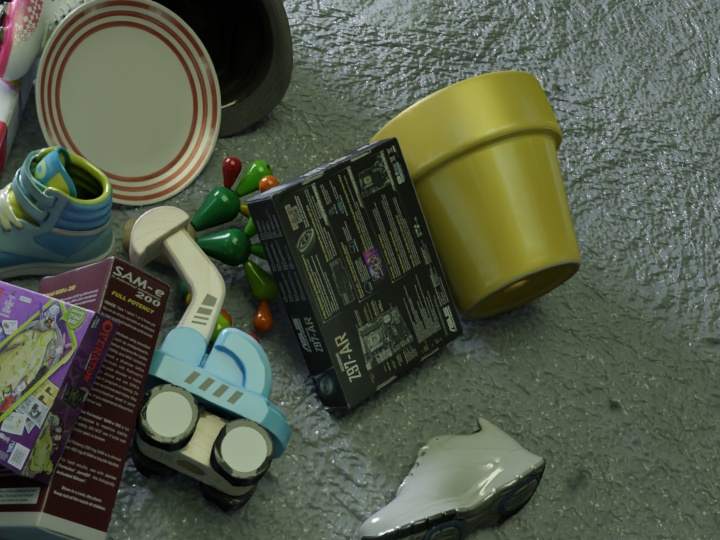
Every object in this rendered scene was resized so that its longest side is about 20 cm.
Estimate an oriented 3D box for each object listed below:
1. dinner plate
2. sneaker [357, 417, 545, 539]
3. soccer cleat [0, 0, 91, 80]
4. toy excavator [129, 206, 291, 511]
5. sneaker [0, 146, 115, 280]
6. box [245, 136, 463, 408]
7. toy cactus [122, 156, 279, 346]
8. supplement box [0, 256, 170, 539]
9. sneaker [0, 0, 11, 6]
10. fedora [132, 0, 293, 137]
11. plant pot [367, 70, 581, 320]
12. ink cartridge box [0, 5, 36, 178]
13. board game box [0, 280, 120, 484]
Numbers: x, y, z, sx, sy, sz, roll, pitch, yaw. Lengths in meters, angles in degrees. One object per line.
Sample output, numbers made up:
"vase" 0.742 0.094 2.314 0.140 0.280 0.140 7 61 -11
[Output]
"dinner plate" -0.226 -0.166 1.081 0.198 0.024 0.204 -2 93 -37
"sneaker" 0.069 0.192 0.944 0.198 0.075 0.087 -18 47 -40
"soccer cleat" -0.299 -0.254 1.059 0.085 0.070 0.202 17 48 -22
"toy excavator" -0.132 0.067 0.911 0.192 0.100 0.202 25 60 -2
"sneaker" -0.307 -0.054 0.954 0.197 0.131 0.080 -7 55 -25
"box" 0.000 0.000 1.008 0.159 0.043 0.203 -29 104 -36
"toy cactus" -0.141 -0.024 1.019 0.162 0.103 0.203 6 69 7
"supplement box" -0.217 0.100 0.827 0.061 0.108 0.203 29 62 -38
"sneaker" -0.453 -0.345 1.162 0.197 0.100 0.070 13 45 -11
"fedora" -0.169 -0.251 1.167 0.176 0.201 0.090 -34 33 -6
"plant pot" 0.124 -0.064 1.097 0.198 0.201 0.191 -13 71 -29
"ink cartridge box" -0.396 -0.166 1.044 0.145 0.086 0.202 14 46 -12
"board game box" -0.262 0.073 0.817 0.032 0.198 0.122 27 80 -43
